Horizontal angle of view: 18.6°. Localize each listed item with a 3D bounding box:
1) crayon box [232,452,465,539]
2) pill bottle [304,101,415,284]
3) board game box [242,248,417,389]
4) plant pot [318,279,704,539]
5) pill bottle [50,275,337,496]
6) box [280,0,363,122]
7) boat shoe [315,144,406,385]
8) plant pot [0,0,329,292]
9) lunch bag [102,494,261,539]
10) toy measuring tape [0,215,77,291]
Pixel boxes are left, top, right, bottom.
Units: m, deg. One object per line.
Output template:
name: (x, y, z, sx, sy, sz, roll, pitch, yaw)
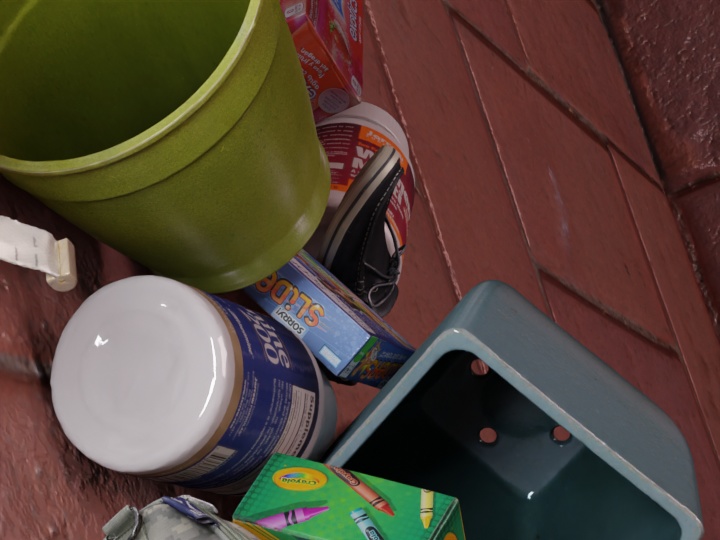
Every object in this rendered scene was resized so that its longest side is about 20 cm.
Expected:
crayon box: (0.006, 0.204, 1.280, 0.058, 0.119, 0.200, -55, 146, -39)
pill bottle: (-0.015, -0.049, 1.668, 0.110, 0.109, 0.200, 60, 19, -22)
board game box: (-0.056, -0.001, 1.438, 0.200, 0.034, 0.135, 42, 5, 19)
plant pot: (0.091, 0.122, 1.392, 0.196, 0.196, 0.200, 39, 24, -4)
pill bottle: (-0.087, 0.073, 1.287, 0.200, 0.111, 0.111, 27, 43, -66)
box: (-0.061, -0.200, 1.735, 0.096, 0.100, 0.200, 56, 21, -33)
boat shoe: (0.000, 0.000, 1.534, 0.062, 0.200, 0.075, 23, 33, 5)
plant pot: (-0.111, -0.088, 1.276, 0.193, 0.200, 0.201, 55, 20, -50)
lunch bag: (-0.058, 0.227, 1.158, 0.200, 0.139, 0.168, 53, 4, -43)
toy measuring tape: (-0.228, -0.012, 0.979, 0.200, 0.074, 0.074, 17, 46, -30)
